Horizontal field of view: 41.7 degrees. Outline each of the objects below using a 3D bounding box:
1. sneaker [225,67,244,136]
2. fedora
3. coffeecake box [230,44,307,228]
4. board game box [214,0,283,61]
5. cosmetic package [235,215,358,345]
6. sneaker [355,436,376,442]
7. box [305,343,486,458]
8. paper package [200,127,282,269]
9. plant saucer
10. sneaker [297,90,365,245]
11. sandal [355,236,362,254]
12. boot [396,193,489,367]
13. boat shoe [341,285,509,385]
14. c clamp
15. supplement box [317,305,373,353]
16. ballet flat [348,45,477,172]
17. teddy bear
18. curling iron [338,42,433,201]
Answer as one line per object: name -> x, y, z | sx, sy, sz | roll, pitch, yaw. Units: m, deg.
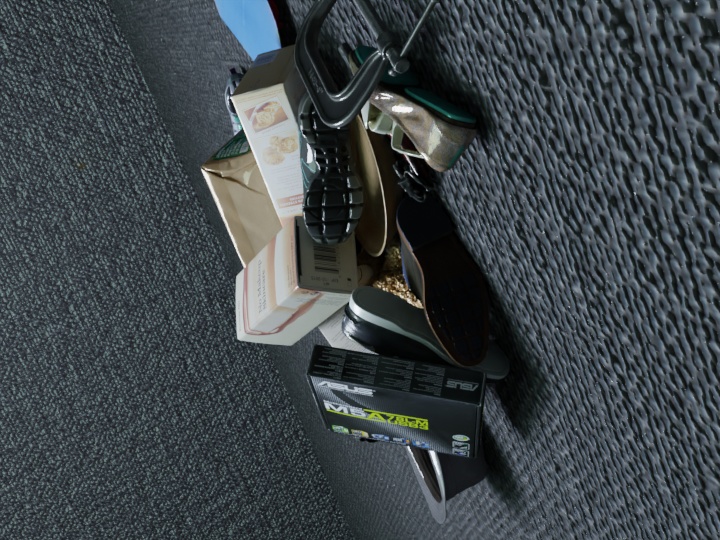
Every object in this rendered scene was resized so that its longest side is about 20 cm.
sneaker -> -0.197, -0.259, 1.685 | 0.088, 0.074, 0.200 | -111, 13, -54
fedora -> 0.122, 0.253, 1.366 | 0.177, 0.090, 0.200 | 92, 157, -60
coffeecake box -> -0.084, -0.171, 1.229 | 0.154, 0.073, 0.200 | -77, -29, -57
board game box -> -0.147, -0.369, 1.317 | 0.200, 0.039, 0.158 | 53, 160, 18
cosmetic package -> -0.088, 0.018, 1.236 | 0.200, 0.087, 0.104 | -41, 48, 53
sneaker -> 0.000, 0.217, 1.468 | 0.200, 0.071, 0.099 | 151, 112, -72
box -> 0.046, 0.158, 1.118 | 0.193, 0.200, 0.048 | 80, -159, -64
paper package -> -0.122, -0.115, 1.375 | 0.200, 0.103, 0.191 | -63, -46, -61
plant saucer -> 0.009, -0.118, 1.143 | 0.200, 0.035, 0.201 | 164, 90, -76
sneaker -> -0.035, -0.128, 1.122 | 0.079, 0.075, 0.200 | -104, 12, -63
sandal -> -0.001, 0.000, 1.385 | 0.048, 0.075, 0.200 | 56, 165, 15
boot -> 0.094, 0.015, 1.077 | 0.097, 0.075, 0.200 | 94, 158, -80
boat shoe -> 0.073, 0.085, 1.095 | 0.200, 0.076, 0.060 | 28, 126, 9
c clamp -> -0.003, -0.230, 0.918 | 0.171, 0.027, 0.200 | -59, 39, 26
supplement box -> 0.021, 0.104, 1.300 | 0.200, 0.074, 0.126 | 51, -171, 36
ballet flat -> 0.036, -0.156, 0.919 | 0.200, 0.068, 0.067 | 50, 128, 47
teddy bear -> 0.050, 0.034, 1.179 | 0.200, 0.067, 0.145 | 45, 140, 28
curling iron -> 0.028, -0.166, 1.040 | 0.050, 0.026, 0.200 | -5, -113, -64
